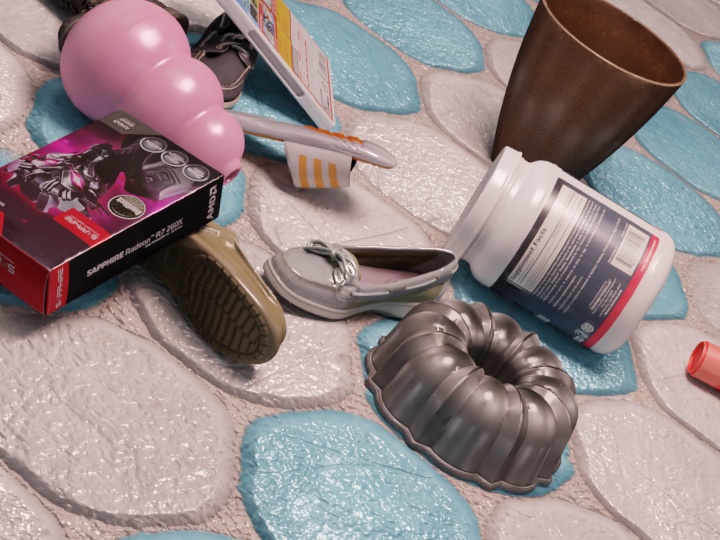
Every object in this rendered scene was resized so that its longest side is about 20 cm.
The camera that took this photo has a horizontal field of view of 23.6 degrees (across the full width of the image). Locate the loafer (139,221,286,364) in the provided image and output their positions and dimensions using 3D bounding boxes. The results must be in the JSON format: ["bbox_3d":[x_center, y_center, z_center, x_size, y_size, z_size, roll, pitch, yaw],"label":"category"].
[{"bbox_3d":[-0.124,-0.002,1.449,0.067,0.076,0.200,-17,54,-46],"label":"loafer"}]

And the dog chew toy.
[{"bbox_3d":[-0.185,-0.157,1.598,0.200,0.125,0.125,47,31,10],"label":"dog chew toy"}]

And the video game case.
[{"bbox_3d":[-0.091,-0.255,1.839,0.200,0.017,0.143,50,20,-32],"label":"video game case"}]

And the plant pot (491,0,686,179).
[{"bbox_3d":[0.239,-0.188,1.966,0.187,0.200,0.187,23,29,-14],"label":"plant pot"}]

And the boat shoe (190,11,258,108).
[{"bbox_3d":[-0.142,-0.232,1.804,0.073,0.063,0.200,27,27,-7],"label":"boat shoe"}]

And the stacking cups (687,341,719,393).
[{"bbox_3d":[0.437,0.135,1.813,0.200,0.061,0.061,25,29,-3],"label":"stacking cups"}]

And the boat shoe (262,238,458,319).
[{"bbox_3d":[0.001,0.001,1.577,0.202,0.065,0.074,8,36,-37],"label":"boat shoe"}]

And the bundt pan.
[{"bbox_3d":[0.108,0.098,1.520,0.202,0.076,0.202,23,29,-14],"label":"bundt pan"}]

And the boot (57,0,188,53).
[{"bbox_3d":[-0.287,-0.272,1.742,0.174,0.069,0.200,36,24,19],"label":"boot"}]

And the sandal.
[{"bbox_3d":[-0.065,-0.114,1.714,0.206,0.059,0.079,14,10,10],"label":"sandal"}]

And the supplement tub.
[{"bbox_3d":[0.199,-0.021,1.726,0.200,0.140,0.140,31,28,-1],"label":"supplement tub"}]

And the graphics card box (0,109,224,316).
[{"bbox_3d":[-0.221,-0.051,1.386,0.125,0.051,0.200,33,42,26],"label":"graphics card box"}]
